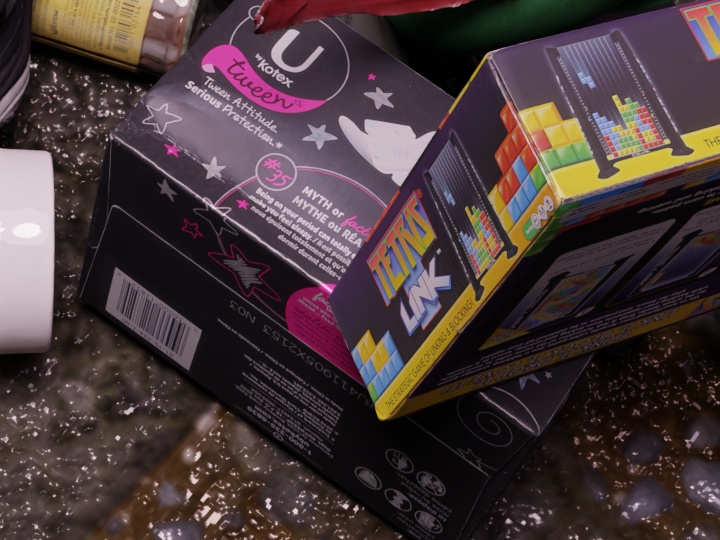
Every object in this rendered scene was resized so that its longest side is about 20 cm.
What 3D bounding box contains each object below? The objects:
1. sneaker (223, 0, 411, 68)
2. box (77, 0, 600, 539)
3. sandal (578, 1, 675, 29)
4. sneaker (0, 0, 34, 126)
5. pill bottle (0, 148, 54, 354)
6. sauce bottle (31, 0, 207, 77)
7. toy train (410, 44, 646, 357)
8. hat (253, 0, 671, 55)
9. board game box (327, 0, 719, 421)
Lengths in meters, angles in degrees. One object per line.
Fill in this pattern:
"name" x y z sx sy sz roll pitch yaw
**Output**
"sneaker" -0.025 -0.124 0.884 0.079 0.076 0.201 -12 56 -7
"box" 0.000 0.000 0.779 0.199 0.132 0.115 35 57 7
"sandal" 0.110 -0.082 0.871 0.076 0.043 0.201 27 47 -11
"sneaker" -0.165 -0.162 0.772 0.075 0.114 0.202 1 77 -4
"pill bottle" -0.223 -0.008 0.747 0.198 0.111 0.112 0 62 -12
"sauce bottle" -0.167 -0.144 0.858 0.198 0.065 0.065 18 60 -4
"toy train" 0.078 -0.050 0.879 0.046 0.034 0.201 -22 69 -26
"hat" 0.042 -0.097 0.779 0.199 0.166 0.177 25 65 -16
"board game box" 0.105 -0.030 0.649 0.199 0.165 0.057 -16 71 -27
